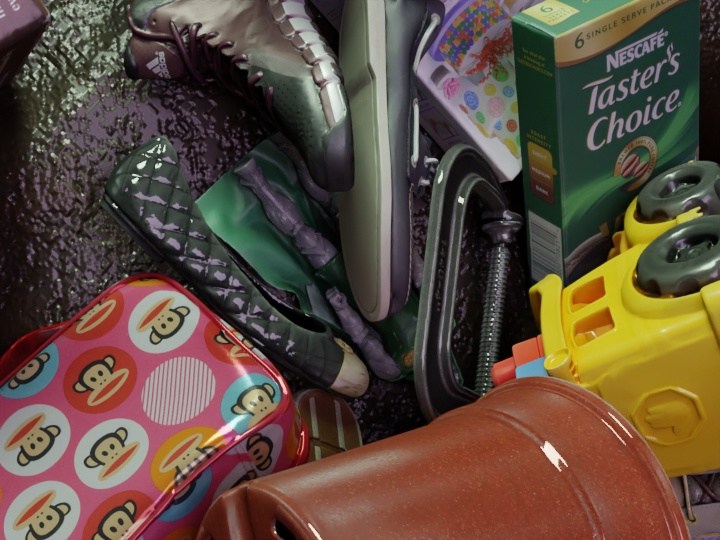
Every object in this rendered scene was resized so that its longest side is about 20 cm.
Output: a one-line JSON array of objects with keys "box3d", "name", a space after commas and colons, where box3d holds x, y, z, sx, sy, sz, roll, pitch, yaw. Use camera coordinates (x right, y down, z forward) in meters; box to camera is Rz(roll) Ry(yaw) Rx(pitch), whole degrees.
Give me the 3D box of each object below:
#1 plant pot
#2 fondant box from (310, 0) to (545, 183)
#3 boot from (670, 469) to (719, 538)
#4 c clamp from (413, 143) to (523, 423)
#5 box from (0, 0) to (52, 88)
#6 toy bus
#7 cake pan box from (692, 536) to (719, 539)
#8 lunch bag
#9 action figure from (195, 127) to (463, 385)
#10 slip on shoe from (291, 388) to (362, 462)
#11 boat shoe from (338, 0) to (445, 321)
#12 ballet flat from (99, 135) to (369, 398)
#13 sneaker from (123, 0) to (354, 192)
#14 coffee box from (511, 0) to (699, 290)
[{"box3d": [0.031, 0.167, 0.739, 0.194, 0.200, 0.203, -6, 89, -37], "name": "plant pot"}, {"box3d": [0.067, -0.175, 0.941, 0.200, 0.058, 0.144, 47, 73, -11], "name": "fondant box"}, {"box3d": [0.235, 0.130, 0.880, 0.198, 0.154, 0.073, -8, 89, -21], "name": "boot"}, {"box3d": [0.071, 0.028, 0.907, 0.171, 0.027, 0.202, 17, 77, -60], "name": "c clamp"}, {"box3d": [-0.292, -0.141, 0.749, 0.199, 0.164, 0.167, -31, 98, -19], "name": "box"}, {"box3d": [0.159, 0.045, 0.875, 0.191, 0.200, 0.136, -22, 113, 15], "name": "toy bus"}, {"box3d": [0.193, 0.210, 0.968, 0.199, 0.052, 0.185, -30, 99, -19], "name": "cake pan box"}, {"box3d": [-0.146, 0.099, 0.804, 0.200, 0.176, 0.082, -41, 145, -16], "name": "lunch bag"}, {"box3d": [0.000, 0.000, 0.909, 0.118, 0.055, 0.200, -43, 103, -16], "name": "action figure"}, {"box3d": [-0.032, 0.171, 0.848, 0.076, 0.060, 0.202, 12, 61, -40], "name": "slip on shoe"}, {"box3d": [0.025, -0.071, 0.857, 0.062, 0.073, 0.202, 1, 83, -21], "name": "boat shoe"}, {"box3d": [-0.065, 0.004, 0.852, 0.200, 0.066, 0.057, 42, 88, -15], "name": "ballet flat"}, {"box3d": [-0.076, -0.111, 0.851, 0.115, 0.076, 0.201, -14, 50, -9], "name": "sneaker"}, {"box3d": [0.159, -0.086, 0.921, 0.122, 0.044, 0.201, -25, 128, -24], "name": "coffee box"}]
